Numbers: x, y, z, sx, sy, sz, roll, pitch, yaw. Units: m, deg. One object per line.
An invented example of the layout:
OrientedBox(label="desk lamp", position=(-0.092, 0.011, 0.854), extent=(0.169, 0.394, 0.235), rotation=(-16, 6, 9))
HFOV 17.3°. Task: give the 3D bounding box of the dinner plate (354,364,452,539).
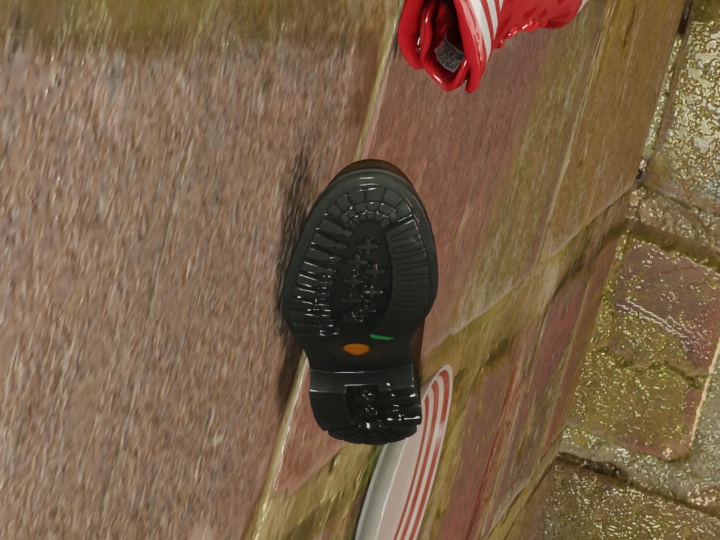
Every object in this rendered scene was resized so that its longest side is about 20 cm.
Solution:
OrientedBox(label="dinner plate", position=(0.024, 0.158, 1.626), extent=(0.200, 0.024, 0.201), rotation=(16, 90, -81))

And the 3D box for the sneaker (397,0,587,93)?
OrientedBox(label="sneaker", position=(0.062, -0.142, 1.250), extent=(0.116, 0.078, 0.200), rotation=(-64, 157, -7))

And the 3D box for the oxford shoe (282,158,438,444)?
OrientedBox(label="oxford shoe", position=(0.000, 0.000, 1.141), extent=(0.200, 0.072, 0.085), rotation=(95, -1, -57))
